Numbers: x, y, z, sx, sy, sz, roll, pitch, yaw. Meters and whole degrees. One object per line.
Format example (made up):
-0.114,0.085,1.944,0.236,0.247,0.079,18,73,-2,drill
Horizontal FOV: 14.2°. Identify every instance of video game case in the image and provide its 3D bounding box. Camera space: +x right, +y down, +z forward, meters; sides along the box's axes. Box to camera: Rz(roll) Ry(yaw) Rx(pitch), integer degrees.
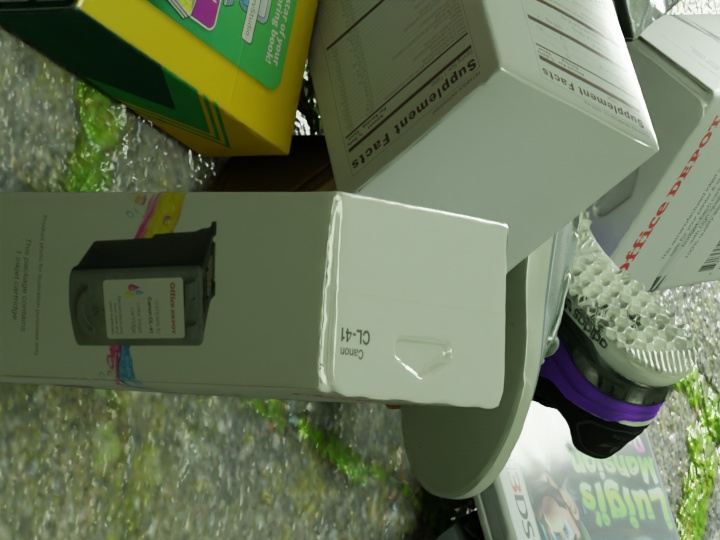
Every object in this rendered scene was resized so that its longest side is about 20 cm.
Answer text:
0.116,0.113,1.604,0.200,0.023,0.182,12,59,-57,video game case

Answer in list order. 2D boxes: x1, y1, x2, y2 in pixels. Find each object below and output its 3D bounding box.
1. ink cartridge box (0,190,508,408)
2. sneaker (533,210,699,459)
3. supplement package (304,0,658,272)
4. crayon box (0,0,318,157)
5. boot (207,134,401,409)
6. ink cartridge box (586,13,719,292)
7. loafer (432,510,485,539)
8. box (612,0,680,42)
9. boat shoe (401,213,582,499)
-0.056,0.012,1.230,0.148,0.200,0.086,8,83,-57,ink cartridge box
0.092,0.021,1.536,0.069,0.200,0.100,-1,131,-35,sneaker
0.047,-0.118,1.381,0.109,0.114,0.200,24,40,-38,supplement package
-0.080,-0.175,1.326,0.173,0.058,0.200,34,62,-53,crayon box
0.000,0.000,1.440,0.200,0.074,0.155,-35,123,-49,boot
0.180,-0.068,1.648,0.200,0.084,0.146,-7,133,-57,ink cartridge box
0.046,0.174,1.533,0.200,0.063,0.072,-6,64,-62,loafer
0.099,-0.232,1.537,0.115,0.132,0.200,-41,123,-48,box
0.076,0.018,1.448,0.071,0.070,0.201,15,86,-56,boat shoe
